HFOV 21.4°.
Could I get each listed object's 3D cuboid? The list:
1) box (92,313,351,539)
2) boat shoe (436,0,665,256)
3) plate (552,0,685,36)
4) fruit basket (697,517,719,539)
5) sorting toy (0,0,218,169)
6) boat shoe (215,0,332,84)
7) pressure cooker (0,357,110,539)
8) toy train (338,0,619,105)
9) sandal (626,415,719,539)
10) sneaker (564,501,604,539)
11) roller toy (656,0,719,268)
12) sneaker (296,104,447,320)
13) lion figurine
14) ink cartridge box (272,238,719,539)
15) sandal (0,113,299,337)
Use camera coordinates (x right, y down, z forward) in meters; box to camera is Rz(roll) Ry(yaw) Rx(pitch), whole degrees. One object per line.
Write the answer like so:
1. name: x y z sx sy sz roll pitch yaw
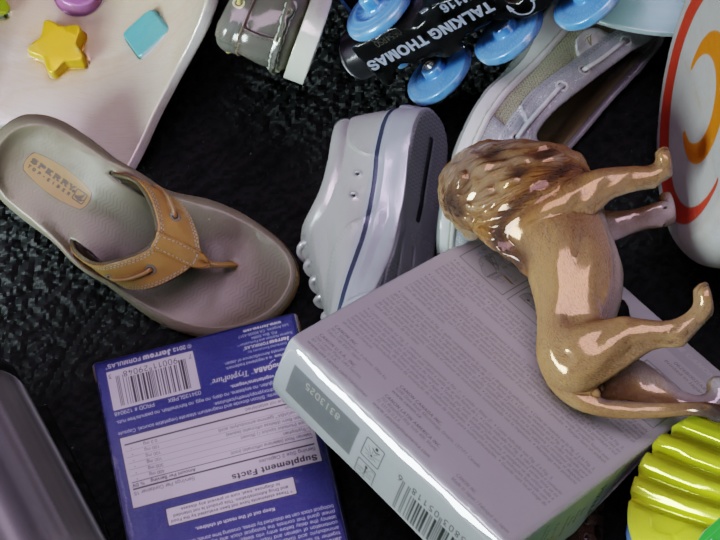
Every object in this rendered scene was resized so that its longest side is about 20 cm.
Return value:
1. box: -0.071 0.131 1.051 0.121 0.032 0.201 -14 63 -2
2. boat shoe: 0.107 -0.082 1.119 0.065 0.075 0.202 25 62 20
3. plate: 0.185 -0.214 1.167 0.199 0.026 0.201 0 46 0
4. fruit basket: 0.216 0.207 0.917 0.185 0.200 0.094 -38 25 -14
5. sorting toy: -0.186 -0.136 1.157 0.199 0.107 0.181 12 77 2
6. boat shoe: -0.044 -0.192 1.154 0.060 0.072 0.202 16 43 -6
7. pressure cooker: -0.234 0.125 0.985 0.176 0.179 0.200 -30 65 -7
8. toy train: 0.072 -0.176 1.096 0.200 0.087 0.115 -24 38 32
9. sandal: 0.215 0.099 1.001 0.200 0.087 0.079 -38 51 -26
10. sneaker: 0.104 0.108 1.025 0.075 0.070 0.201 -20 64 2
11. roller toy: 0.250 -0.086 1.028 0.139 0.200 0.183 7 93 -8
12. sneaker: 0.000 0.000 1.098 0.071 0.073 0.201 -2 63 32
13. lion figurine: 0.114 0.007 0.991 0.122 0.073 0.201 -13 55 2
14. ink cartridge box: 0.077 0.062 1.012 0.162 0.050 0.200 43 45 22
15. sandal: -0.131 -0.025 1.099 0.200 0.054 0.080 32 88 1
